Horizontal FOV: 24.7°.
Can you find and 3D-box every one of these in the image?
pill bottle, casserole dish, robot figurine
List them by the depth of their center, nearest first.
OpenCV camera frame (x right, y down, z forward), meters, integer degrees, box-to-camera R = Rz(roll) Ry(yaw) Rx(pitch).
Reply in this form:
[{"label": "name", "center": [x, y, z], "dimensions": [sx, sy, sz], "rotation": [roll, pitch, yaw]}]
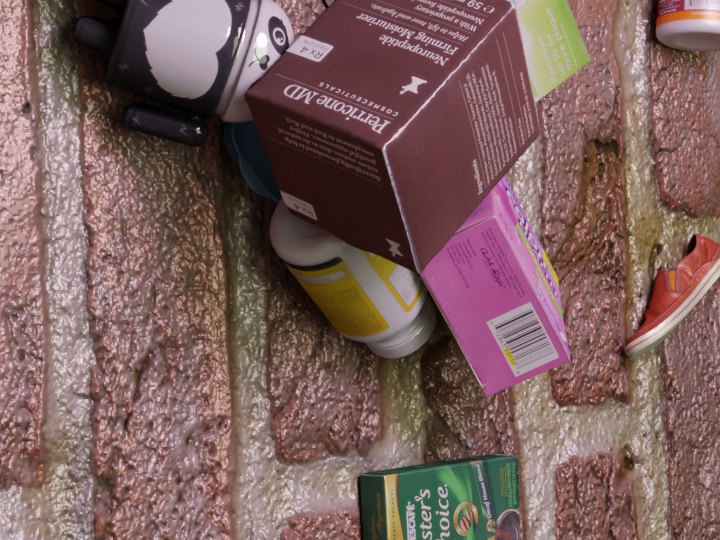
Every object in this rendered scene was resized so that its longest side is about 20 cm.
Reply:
[{"label": "robot figurine", "center": [-0.158, -0.209, 1.489], "dimensions": [0.199, 0.151, 0.125], "rotation": [18, 46, -11]}, {"label": "pill bottle", "center": [0.000, 0.000, 1.631], "dimensions": [0.112, 0.111, 0.200], "rotation": [-61, 140, -24]}, {"label": "casserole dish", "center": [-0.065, -0.153, 1.644], "dimensions": [0.121, 0.039, 0.200], "rotation": [53, 59, -26]}, {"label": "pill bottle", "center": [0.422, -0.377, 2.012], "dimensions": [0.112, 0.113, 0.202], "rotation": [9, 83, -39]}]

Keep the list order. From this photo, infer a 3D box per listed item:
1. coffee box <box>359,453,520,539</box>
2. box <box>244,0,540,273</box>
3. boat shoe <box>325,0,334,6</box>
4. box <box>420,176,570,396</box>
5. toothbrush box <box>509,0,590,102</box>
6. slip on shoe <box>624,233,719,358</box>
[{"label": "coffee box", "center": [0.088, 0.266, 1.751], "dimensions": [0.199, 0.044, 0.124], "rotation": [-1, 89, -40]}, {"label": "box", "center": [0.035, -0.142, 1.486], "dimensions": [0.200, 0.165, 0.165], "rotation": [-48, 144, -25]}, {"label": "boat shoe", "center": [0.030, -0.352, 1.715], "dimensions": [0.072, 0.067, 0.201], "rotation": [37, 64, -31]}, {"label": "box", "center": [0.132, -0.003, 1.698], "dimensions": [0.177, 0.096, 0.200], "rotation": [61, 13, -20]}, {"label": "toothbrush box", "center": [0.140, -0.245, 1.789], "dimensions": [0.200, 0.086, 0.146], "rotation": [-36, 111, -33]}, {"label": "slip on shoe", "center": [0.376, 0.031, 1.997], "dimensions": [0.061, 0.074, 0.200], "rotation": [40, 65, 7]}]
